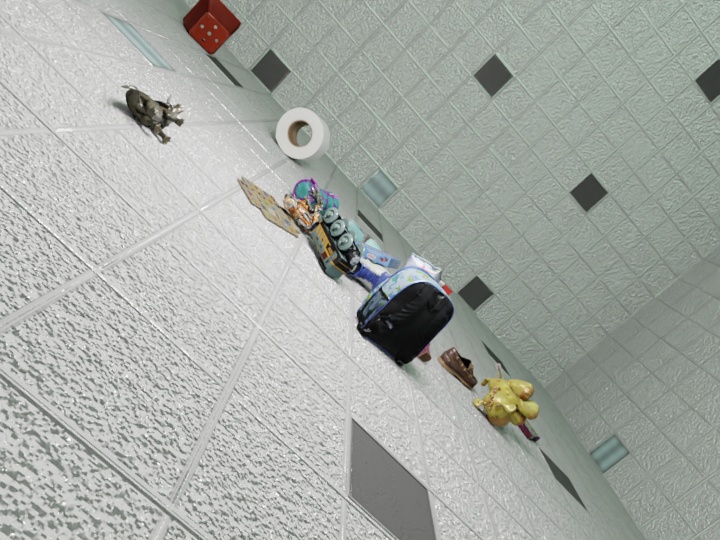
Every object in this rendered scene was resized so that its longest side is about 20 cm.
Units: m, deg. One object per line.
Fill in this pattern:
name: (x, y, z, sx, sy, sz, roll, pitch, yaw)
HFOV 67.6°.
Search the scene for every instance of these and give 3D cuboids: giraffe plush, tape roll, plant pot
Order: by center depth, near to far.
giraffe plush: (0.440, 0.410, 1.662, 0.201, 0.172, 0.162, 59, 33, 4)
tape roll: (-0.235, -0.559, 2.229, 0.203, 0.203, 0.139, 48, 12, 1)
plant pot: (-0.695, -1.129, 2.494, 0.200, 0.199, 0.177, 40, 24, -34)

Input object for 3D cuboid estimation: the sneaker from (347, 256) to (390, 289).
sneaker: (-0.001, -0.001, 1.551, 0.199, 0.081, 0.115, 41, 16, -6)

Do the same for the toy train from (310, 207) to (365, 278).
toy train: (-0.068, -0.075, 1.401, 0.085, 0.114, 0.201, 36, 19, -49)

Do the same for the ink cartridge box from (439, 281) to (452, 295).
ink cartridge box: (0.220, 0.094, 1.823, 0.200, 0.161, 0.050, 38, 16, -42)

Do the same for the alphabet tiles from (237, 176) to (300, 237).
alphabet tiles: (-0.231, -0.162, 1.377, 0.200, 0.006, 0.167, 32, 19, -55)

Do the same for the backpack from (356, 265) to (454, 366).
backpack: (0.107, 0.092, 1.293, 0.183, 0.200, 0.147, 40, 13, -28)

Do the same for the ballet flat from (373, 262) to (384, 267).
ballet flat: (0.058, 0.012, 1.765, 0.070, 0.069, 0.200, 47, 10, 0)

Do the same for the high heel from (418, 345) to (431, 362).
high heel: (0.137, 0.167, 1.493, 0.201, 0.067, 0.097, 58, 12, -38)

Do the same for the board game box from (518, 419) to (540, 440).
board game box: (0.598, 0.553, 2.043, 0.120, 0.032, 0.201, 28, 23, -50)

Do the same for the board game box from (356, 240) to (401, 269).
board game box: (0.023, -0.062, 1.733, 0.198, 0.037, 0.151, 25, 5, 16)

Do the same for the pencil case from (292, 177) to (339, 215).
pencil case: (-0.142, -0.239, 1.765, 0.085, 0.092, 0.200, 51, 12, 16)

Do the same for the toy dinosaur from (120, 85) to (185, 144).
toy dinosaur: (-0.418, -0.314, 1.060, 0.102, 0.077, 0.200, 38, 13, 17)

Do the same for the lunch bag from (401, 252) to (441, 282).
lunch bag: (0.149, 0.063, 1.561, 0.126, 0.171, 0.200, 31, -7, 16)

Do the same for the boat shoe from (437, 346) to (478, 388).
boat shoe: (0.330, 0.314, 1.731, 0.200, 0.070, 0.071, 41, 11, -38)

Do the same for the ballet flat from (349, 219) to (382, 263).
ballet flat: (0.011, -0.103, 1.961, 0.201, 0.072, 0.072, 48, 11, -3)

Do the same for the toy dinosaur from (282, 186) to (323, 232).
toy dinosaur: (-0.148, -0.150, 1.512, 0.137, 0.101, 0.201, -100, 170, -45)
